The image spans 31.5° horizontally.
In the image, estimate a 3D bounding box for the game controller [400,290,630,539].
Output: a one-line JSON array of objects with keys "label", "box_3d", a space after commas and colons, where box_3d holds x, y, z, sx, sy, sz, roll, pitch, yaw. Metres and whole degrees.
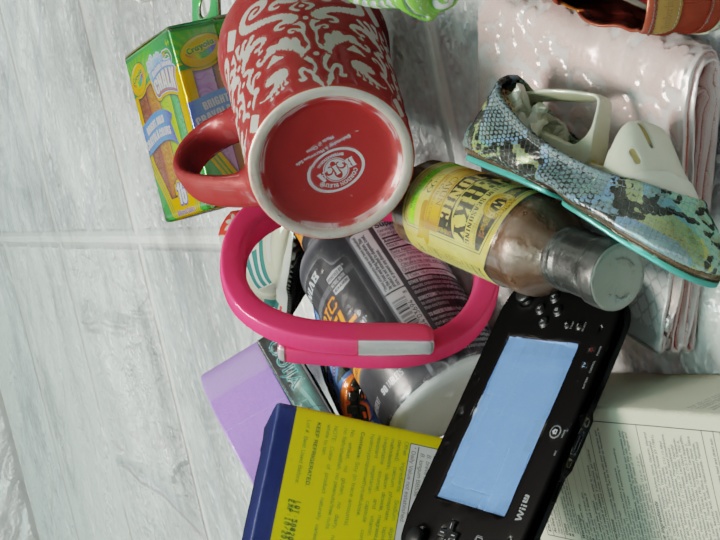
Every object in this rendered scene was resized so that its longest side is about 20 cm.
[{"label": "game controller", "box_3d": [0.092, 0.094, 0.758, 0.104, 0.042, 0.201, -5, 56, 63]}]

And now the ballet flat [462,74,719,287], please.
[{"label": "ballet flat", "box_3d": [0.130, -0.060, 0.701, 0.200, 0.074, 0.075, 34, 134, 44]}]

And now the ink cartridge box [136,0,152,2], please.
[{"label": "ink cartridge box", "box_3d": [-0.130, -0.331, 1.017, 0.086, 0.147, 0.201, 49, 145, 42]}]

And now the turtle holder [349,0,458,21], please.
[{"label": "turtle holder", "box_3d": [0.015, -0.257, 0.766, 0.141, 0.131, 0.187, 57, -146, -48]}]

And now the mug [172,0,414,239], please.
[{"label": "mug", "box_3d": [-0.039, -0.098, 0.894, 0.178, 0.133, 0.200, -59, 22, 22]}]

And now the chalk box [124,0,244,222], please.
[{"label": "chalk box", "box_3d": [-0.124, -0.158, 1.127, 0.124, 0.123, 0.202, -11, 95, 63]}]

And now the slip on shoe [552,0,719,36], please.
[{"label": "slip on shoe", "box_3d": [0.124, -0.177, 0.711, 0.200, 0.061, 0.075, 42, 141, 49]}]

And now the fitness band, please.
[{"label": "fitness band", "box_3d": [0.000, 0.000, 0.902, 0.038, 0.198, 0.145, 93, -179, -54]}]

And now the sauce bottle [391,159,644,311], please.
[{"label": "sauce bottle", "box_3d": [0.094, -0.022, 0.784, 0.200, 0.064, 0.065, 24, 125, 55]}]

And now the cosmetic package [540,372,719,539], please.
[{"label": "cosmetic package", "box_3d": [0.181, 0.118, 0.752, 0.200, 0.073, 0.104, -4, 101, 63]}]

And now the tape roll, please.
[{"label": "tape roll", "box_3d": [-0.071, 0.168, 1.183, 0.201, 0.065, 0.200, 60, 177, 5]}]

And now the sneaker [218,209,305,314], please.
[{"label": "sneaker", "box_3d": [-0.085, -0.025, 1.119, 0.093, 0.071, 0.200, 29, 158, 6]}]

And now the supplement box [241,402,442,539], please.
[{"label": "supplement box", "box_3d": [0.020, 0.176, 0.909, 0.110, 0.198, 0.110, 118, 164, -72]}]

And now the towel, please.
[{"label": "towel", "box_3d": [0.135, -0.068, 0.784, 0.200, 0.032, 0.192, 35, 134, 50]}]

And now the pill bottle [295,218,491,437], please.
[{"label": "pill bottle", "box_3d": [0.021, 0.023, 0.970, 0.201, 0.106, 0.107, 58, 149, 30]}]

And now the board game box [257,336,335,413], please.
[{"label": "board game box", "box_3d": [-0.018, 0.156, 1.102, 0.201, 0.028, 0.135, 57, 176, 27]}]

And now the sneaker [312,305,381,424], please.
[{"label": "sneaker", "box_3d": [-0.013, 0.053, 1.093, 0.078, 0.075, 0.202, 25, 124, 60]}]
